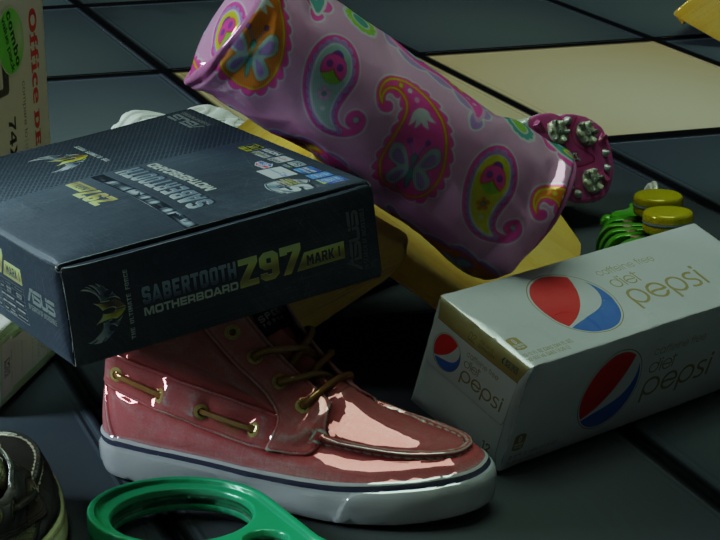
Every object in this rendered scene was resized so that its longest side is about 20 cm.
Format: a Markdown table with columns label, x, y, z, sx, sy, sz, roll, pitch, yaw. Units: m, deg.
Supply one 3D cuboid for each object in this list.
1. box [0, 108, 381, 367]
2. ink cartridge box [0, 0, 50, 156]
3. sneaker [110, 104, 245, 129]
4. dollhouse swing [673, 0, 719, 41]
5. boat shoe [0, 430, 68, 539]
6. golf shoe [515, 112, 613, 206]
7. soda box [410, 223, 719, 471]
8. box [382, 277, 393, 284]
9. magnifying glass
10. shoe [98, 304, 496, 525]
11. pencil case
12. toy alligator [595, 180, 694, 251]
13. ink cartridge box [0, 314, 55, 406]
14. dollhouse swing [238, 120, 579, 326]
| label | x | y | z | sx | sy | sz | roll | pitch | yaw |
| --- | --- | --- | --- | --- | --- | --- | --- | --- | --- |
| box | -0.106 | -0.022 | 1.053 | 0.157 | 0.051 | 0.200 | -17 | 21 | -25 |
| ink cartridge box | -0.277 | -0.079 | 1.244 | 0.145 | 0.148 | 0.200 | 3 | 17 | 14 |
| sneaker | -0.104 | -0.070 | 1.514 | 0.099 | 0.079 | 0.200 | 11 | 20 | 24 |
| dollhouse swing | 0.447 | -0.253 | 2.216 | 0.181 | 0.176 | 0.200 | -39 | -1 | 26 |
| boat shoe | -0.166 | 0.099 | 0.933 | 0.073 | 0.065 | 0.200 | -2 | 15 | 1 |
| golf shoe | 0.070 | -0.075 | 1.500 | 0.199 | 0.076 | 0.091 | 11 | -14 | -25 |
| soda box | 0.122 | 0.035 | 1.127 | 0.199 | 0.064 | 0.068 | -15 | 42 | -41 |
| box | -0.004 | -0.024 | 1.426 | 0.120 | 0.033 | 0.199 | 12 | 19 | 36 |
| magnifying glass | -0.034 | 0.122 | 0.942 | 0.199 | 0.023 | 0.079 | 9 | 18 | 36 |
| shoe | -0.033 | 0.057 | 1.031 | 0.198 | 0.092 | 0.071 | 6 | 17 | 22 |
| pencil case | 0.011 | -0.078 | 1.104 | 0.199 | 0.088 | 0.087 | 34 | 10 | -13 |
| toy alligator | 0.168 | -0.019 | 1.353 | 0.054 | 0.060 | 0.200 | -1 | 16 | -1 |
| ink cartridge box | -0.237 | 0.022 | 1.240 | 0.144 | 0.048 | 0.200 | 3 | 14 | 10 |
| dollhouse swing | 0.000 | 0.000 | 1.253 | 0.181 | 0.176 | 0.200 | -34 | 19 | 22 |
